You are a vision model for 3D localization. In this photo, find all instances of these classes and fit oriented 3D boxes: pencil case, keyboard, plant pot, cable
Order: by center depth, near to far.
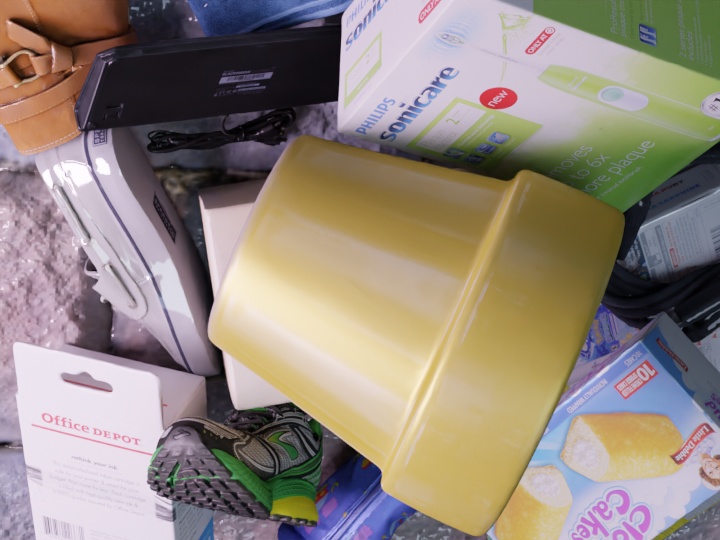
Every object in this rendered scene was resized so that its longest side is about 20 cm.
[{"bbox_3d":[0.024,0.019,0.810,0.187,0.201,0.202,25,113,3],"label":"plant pot"},{"bbox_3d":[-0.081,-0.111,0.888,0.198,0.021,0.127,-10,155,-29],"label":"keyboard"},{"bbox_3d":[0.244,-0.044,1.005,0.199,0.051,0.163,-39,116,12],"label":"cable"},{"bbox_3d":[0.019,0.164,1.084,0.078,0.087,0.200,43,103,3],"label":"pencil case"}]

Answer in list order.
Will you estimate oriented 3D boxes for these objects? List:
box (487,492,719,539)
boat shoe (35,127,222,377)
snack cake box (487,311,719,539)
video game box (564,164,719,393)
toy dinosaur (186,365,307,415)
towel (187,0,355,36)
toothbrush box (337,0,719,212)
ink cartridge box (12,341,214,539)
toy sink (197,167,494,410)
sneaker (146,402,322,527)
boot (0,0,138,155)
[{"bbox_3d":[0.192,0.203,1.151,0.200,0.049,0.117,-40,143,15],"label":"box"},{"bbox_3d":[-0.150,-0.005,0.946,0.065,0.072,0.201,-16,129,10],"label":"boat shoe"},{"bbox_3d":[0.178,0.138,1.025,0.115,0.067,0.200,48,121,6],"label":"snack cake box"},{"bbox_3d":[0.213,0.042,1.093,0.181,0.047,0.201,-25,123,-4],"label":"video game box"},{"bbox_3d":[-0.026,0.079,1.048,0.198,0.048,0.089,-16,119,-2],"label":"toy dinosaur"},{"bbox_3d":[-0.024,-0.202,0.827,0.198,0.049,0.112,-10,125,26],"label":"towel"},{"bbox_3d":[0.106,-0.120,0.804,0.198,0.087,0.146,16,149,-23],"label":"toothbrush box"},{"bbox_3d":[-0.167,0.127,0.989,0.115,0.067,0.202,11,122,17],"label":"ink cartridge box"},{"bbox_3d":[0.000,0.000,0.949,0.197,0.112,0.132,-10,102,-7],"label":"toy sink"},{"bbox_3d":[-0.080,0.119,0.952,0.077,0.086,0.200,5,168,18],"label":"sneaker"},{"bbox_3d":[-0.230,-0.135,0.846,0.198,0.074,0.156,-18,127,-3],"label":"boot"}]
